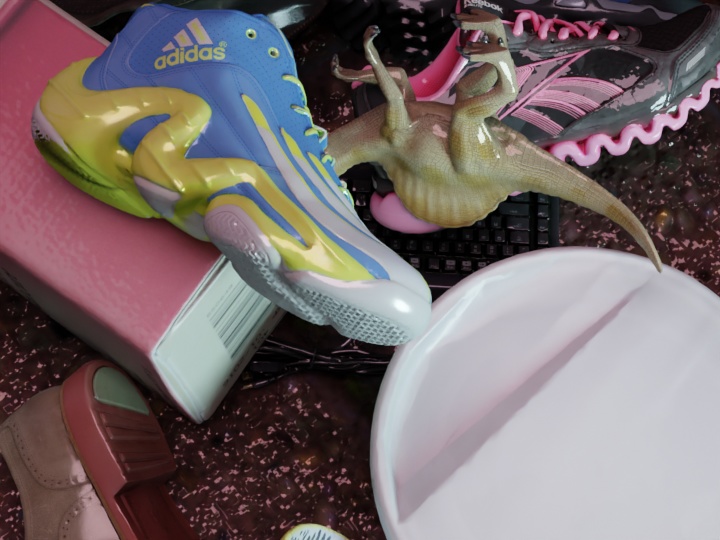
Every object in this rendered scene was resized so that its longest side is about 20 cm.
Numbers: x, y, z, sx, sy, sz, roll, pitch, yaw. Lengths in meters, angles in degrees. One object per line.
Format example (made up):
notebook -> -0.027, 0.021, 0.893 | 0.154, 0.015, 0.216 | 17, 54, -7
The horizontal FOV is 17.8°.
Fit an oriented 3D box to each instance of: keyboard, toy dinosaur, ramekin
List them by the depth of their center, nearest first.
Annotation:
toy dinosaur -> 0.052, -0.063, 1.063 | 0.198, 0.102, 0.058 | 10, 28, 17
ramekin -> 0.101, 0.098, 1.067 | 0.200, 0.094, 0.204 | 1, 68, -3
keyboard -> 0.000, 0.000, 1.143 | 0.198, 0.021, 0.128 | 3, 67, -1

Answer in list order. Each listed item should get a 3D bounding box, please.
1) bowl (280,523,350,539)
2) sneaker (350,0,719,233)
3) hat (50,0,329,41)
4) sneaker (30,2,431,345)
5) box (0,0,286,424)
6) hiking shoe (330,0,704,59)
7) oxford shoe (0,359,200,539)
bowl -> -0.017, 0.219, 0.984 | 0.094, 0.201, 0.202 | -29, 69, 15
sneaker -> 0.085, -0.095, 1.109 | 0.199, 0.079, 0.096 | -23, 104, 0
hat -> -0.069, -0.149, 1.156 | 0.199, 0.081, 0.201 | -16, 28, 9
sneaker -> -0.040, -0.053, 0.967 | 0.199, 0.076, 0.105 | 29, 77, 16
box -> -0.129, -0.038, 1.080 | 0.199, 0.128, 0.109 | 34, 79, 16
hiking shoe -> 0.086, -0.152, 1.181 | 0.198, 0.074, 0.087 | 9, 68, 1
oxford shoe -> -0.110, 0.147, 1.064 | 0.074, 0.070, 0.201 | -26, 74, 22
